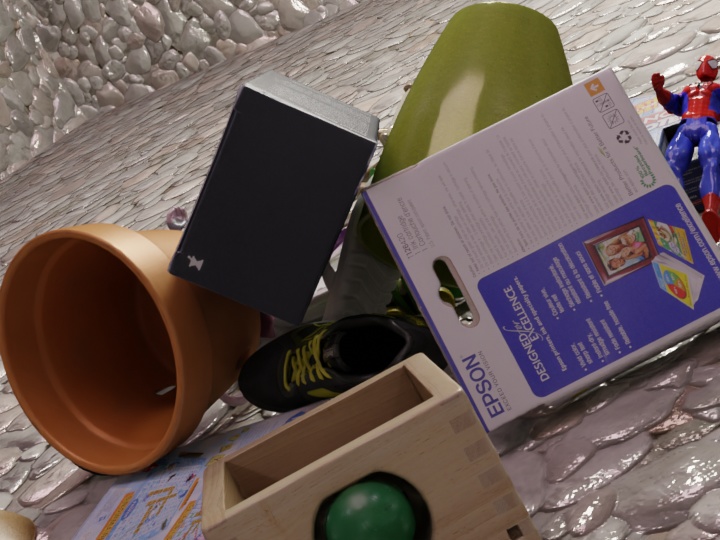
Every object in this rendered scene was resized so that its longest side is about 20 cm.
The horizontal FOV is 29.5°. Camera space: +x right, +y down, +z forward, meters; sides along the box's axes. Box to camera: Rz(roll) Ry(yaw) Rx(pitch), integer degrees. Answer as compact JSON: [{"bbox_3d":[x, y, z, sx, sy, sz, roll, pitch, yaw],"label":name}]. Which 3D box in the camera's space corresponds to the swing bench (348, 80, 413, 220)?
[{"bbox_3d":[-0.016,-0.100,1.525,0.200,0.130,0.199,-16,19,18],"label":"swing bench"}]

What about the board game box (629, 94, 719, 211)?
[{"bbox_3d":[0.278,-0.111,1.211,0.200,0.062,0.200,-20,19,25],"label":"board game box"}]

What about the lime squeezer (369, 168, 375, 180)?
[{"bbox_3d":[0.089,-0.052,1.310,0.200,0.071,0.038,4,-10,-32],"label":"lime squeezer"}]

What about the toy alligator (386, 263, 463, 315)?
[{"bbox_3d":[0.018,0.032,1.203,0.200,0.054,0.059,-25,17,9],"label":"toy alligator"}]

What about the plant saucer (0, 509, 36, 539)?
[{"bbox_3d":[-0.375,0.261,1.174,0.200,0.035,0.200,-25,17,8],"label":"plant saucer"}]

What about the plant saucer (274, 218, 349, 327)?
[{"bbox_3d":[-0.028,0.008,1.350,0.200,0.050,0.200,-26,17,9],"label":"plant saucer"}]

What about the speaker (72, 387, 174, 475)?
[{"bbox_3d":[-0.204,0.105,1.290,0.081,0.081,0.200,-18,19,30],"label":"speaker"}]

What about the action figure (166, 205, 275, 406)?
[{"bbox_3d":[-0.166,0.027,1.277,0.200,0.149,0.134,5,21,29],"label":"action figure"}]

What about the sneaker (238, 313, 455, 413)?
[{"bbox_3d":[-0.020,0.064,1.059,0.200,0.075,0.085,-15,-18,28],"label":"sneaker"}]

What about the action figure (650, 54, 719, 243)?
[{"bbox_3d":[0.259,-0.121,1.067,0.065,0.099,0.200,-2,43,23],"label":"action figure"}]

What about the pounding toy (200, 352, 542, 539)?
[{"bbox_3d":[0.000,0.162,0.769,0.184,0.142,0.200,-28,6,-3],"label":"pounding toy"}]

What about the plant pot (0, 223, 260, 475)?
[{"bbox_3d":[-0.177,0.049,1.119,0.200,0.200,0.140,-15,5,36],"label":"plant pot"}]

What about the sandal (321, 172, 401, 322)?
[{"bbox_3d":[-0.004,-0.003,1.157,0.050,0.082,0.203,9,73,39],"label":"sandal"}]

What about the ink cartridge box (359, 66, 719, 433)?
[{"bbox_3d":[0.132,-0.014,0.952,0.200,0.198,0.047,-27,-17,2],"label":"ink cartridge box"}]

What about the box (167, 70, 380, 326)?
[{"bbox_3d":[-0.061,-0.063,1.057,0.200,0.107,0.149,-81,14,-78],"label":"box"}]

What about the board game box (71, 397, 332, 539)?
[{"bbox_3d":[-0.123,0.184,0.999,0.199,0.041,0.200,-20,18,24],"label":"board game box"}]

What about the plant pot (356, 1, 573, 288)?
[{"bbox_3d":[0.103,-0.108,1.112,0.187,0.187,0.200,-11,62,44],"label":"plant pot"}]
